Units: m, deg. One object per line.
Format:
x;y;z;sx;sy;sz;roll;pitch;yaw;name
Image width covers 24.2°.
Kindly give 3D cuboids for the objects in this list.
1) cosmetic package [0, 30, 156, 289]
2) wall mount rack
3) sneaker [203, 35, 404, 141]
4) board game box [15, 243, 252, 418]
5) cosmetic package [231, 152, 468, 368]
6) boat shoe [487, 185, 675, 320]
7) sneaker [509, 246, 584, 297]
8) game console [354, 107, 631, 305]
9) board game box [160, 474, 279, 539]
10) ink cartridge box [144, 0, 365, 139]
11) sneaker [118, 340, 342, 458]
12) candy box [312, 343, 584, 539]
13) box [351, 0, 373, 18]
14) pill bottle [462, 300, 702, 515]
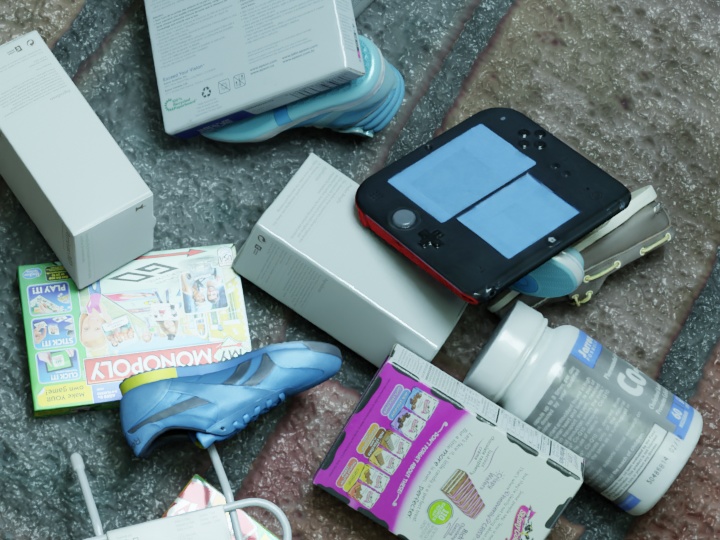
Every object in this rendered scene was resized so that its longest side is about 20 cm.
-0.267;-0.099;1.486;0.085;0.108;0.200;-29;68;-20;cosmetic package
-0.165;0.218;1.410;0.199;0.075;0.175;-11;74;-15;wall mount rack
-0.050;-0.155;1.579;0.199;0.130;0.080;-10;77;23;sneaker
-0.201;0.052;1.505;0.199;0.029;0.135;-7;72;-14;board game box
0.000;0.000;1.524;0.200;0.081;0.113;37;51;1;cosmetic package
0.212;-0.003;1.589;0.200;0.072;0.060;-35;96;-14;boat shoe
0.141;-0.057;1.552;0.199;0.080;0.131;21;58;32;sneaker
0.114;-0.064;1.491;0.199;0.031;0.177;-32;49;-26;game console
-0.166;0.282;1.436;0.095;0.030;0.200;37;71;3;board game box
-0.103;-0.242;1.511;0.195;0.043;0.201;-16;77;27;ink cartridge box
-0.108;0.115;1.448;0.199;0.066;0.079;-12;64;-10;sneaker
0.078;0.175;1.468;0.199;0.061;0.137;32;107;1;candy box
-0.051;-0.348;1.619;0.200;0.131;0.199;41;68;4;box
0.199;0.121;1.519;0.199;0.114;0.114;34;68;1;pill bottle
